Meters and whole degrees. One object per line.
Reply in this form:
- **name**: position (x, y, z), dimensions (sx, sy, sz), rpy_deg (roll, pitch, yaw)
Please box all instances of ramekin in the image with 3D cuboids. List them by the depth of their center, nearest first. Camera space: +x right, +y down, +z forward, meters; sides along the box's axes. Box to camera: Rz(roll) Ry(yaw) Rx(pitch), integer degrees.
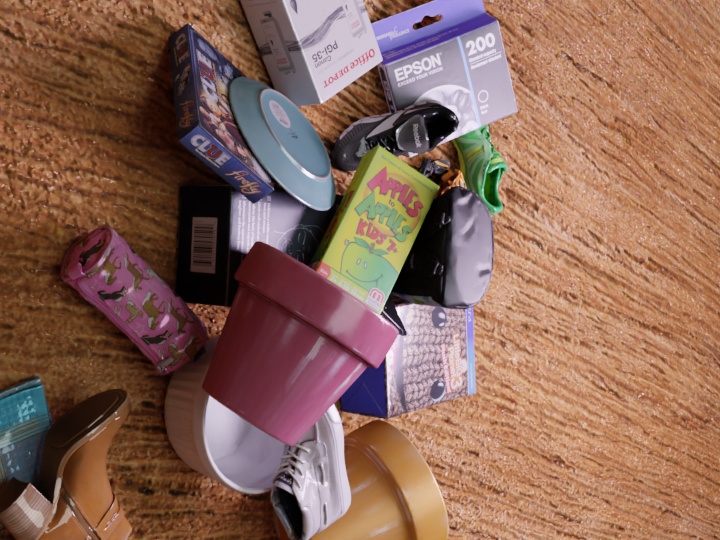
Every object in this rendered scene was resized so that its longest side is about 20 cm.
- **ramekin**: position (-0.154, 0.174, 1.529), dimensions (0.199, 0.105, 0.202), rpy_deg (-5, 97, -46)

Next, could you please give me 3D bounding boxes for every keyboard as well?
- **keyboard**: position (0.000, 0.000, 1.643), dimensions (0.021, 0.200, 0.127), rpy_deg (-36, 132, 9)

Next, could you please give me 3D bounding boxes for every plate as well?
- **plate**: position (-0.088, -0.165, 1.509), dimensions (0.200, 0.026, 0.201), rpy_deg (45, 25, -27)

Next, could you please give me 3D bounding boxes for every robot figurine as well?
- **robot figurine**: position (0.101, -0.079, 1.814), dimensions (0.200, 0.058, 0.146), rpy_deg (-41, 122, -36)

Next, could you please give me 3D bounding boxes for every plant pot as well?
- **plant pot**: position (-0.083, 0.093, 1.398), dimensions (0.200, 0.200, 0.180), rpy_deg (36, 84, -42)
- **plant pot**: position (-0.011, 0.333, 1.643), dimensions (0.182, 0.200, 0.201), rpy_deg (-24, 111, -27)

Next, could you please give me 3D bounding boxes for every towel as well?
- **towel**: position (-0.414, 0.219, 1.317), dimensions (0.199, 0.022, 0.148), rpy_deg (-25, 110, -43)

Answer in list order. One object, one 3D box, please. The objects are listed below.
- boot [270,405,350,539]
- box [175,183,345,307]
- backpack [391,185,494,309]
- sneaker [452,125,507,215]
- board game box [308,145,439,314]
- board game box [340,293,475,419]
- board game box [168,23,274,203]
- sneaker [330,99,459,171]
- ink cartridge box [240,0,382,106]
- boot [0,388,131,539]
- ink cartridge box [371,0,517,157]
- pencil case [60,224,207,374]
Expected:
- **boot**: position (-0.070, 0.237, 1.491), dimensions (0.095, 0.073, 0.201), rpy_deg (-33, 116, -46)
- **box**: position (-0.126, -0.029, 1.543), dimensions (0.199, 0.107, 0.150), rpy_deg (3, 90, -46)
- **backpack**: position (0.104, -0.020, 1.647), dimensions (0.153, 0.199, 0.164), rpy_deg (10, 80, -35)
- **sneaker**: position (0.192, -0.180, 1.884), dimensions (0.074, 0.083, 0.202), rpy_deg (-17, 104, -45)
- **board game box**: position (0.014, -0.048, 1.551), dimensions (0.101, 0.048, 0.201), rpy_deg (32, 68, -15)
- **board game box**: position (0.068, 0.115, 1.765), dimensions (0.199, 0.096, 0.161), rpy_deg (-10, 100, -45)
- **board game box**: position (-0.169, -0.191, 1.455), dimensions (0.135, 0.035, 0.201), rpy_deg (40, 27, -41)
- **sneaker**: position (0.054, -0.190, 1.702), dimensions (0.199, 0.090, 0.067), rpy_deg (-23, 110, -20)
- **ink cartridge box**: position (-0.068, -0.337, 1.600), dimensions (0.146, 0.082, 0.201), rpy_deg (-41, 120, -37)
- **boot**: position (-0.302, 0.246, 1.370), dimensions (0.200, 0.074, 0.155), rpy_deg (-47, 124, -17)
- **ink cartridge box**: position (0.123, -0.295, 1.784), dimensions (0.197, 0.043, 0.201), rpy_deg (-24, 111, -17)
- **pencil case**: position (-0.265, 0.037, 1.421), dimensions (0.083, 0.087, 0.200), rpy_deg (-39, 125, -1)
